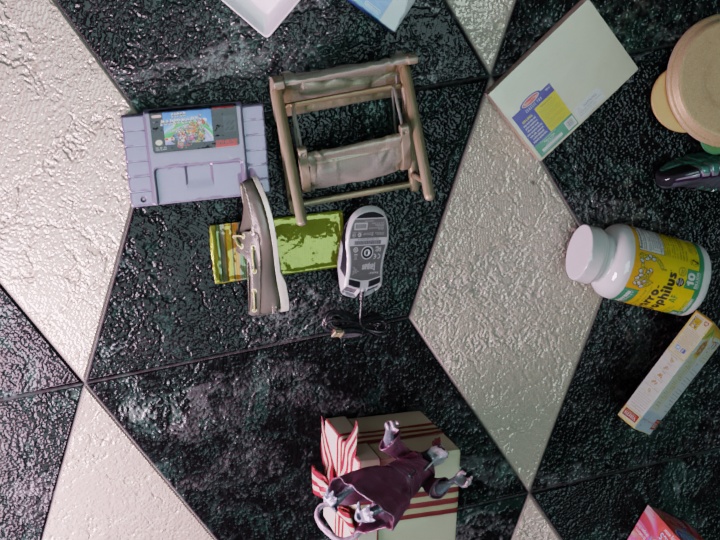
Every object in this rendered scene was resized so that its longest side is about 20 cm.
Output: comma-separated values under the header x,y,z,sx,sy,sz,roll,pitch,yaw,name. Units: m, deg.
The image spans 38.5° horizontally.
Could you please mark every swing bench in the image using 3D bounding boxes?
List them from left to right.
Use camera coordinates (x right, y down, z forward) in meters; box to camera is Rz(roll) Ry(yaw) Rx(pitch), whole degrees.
x,y,z,sx,sy,sz,roll,pitch,yaw,name
-0.014,-0.186,1.416,0.195,0.130,0.204,-10,102,-7,swing bench

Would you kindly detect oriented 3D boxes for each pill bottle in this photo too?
x,y,z,sx,sy,sz,roll,pitch,yaw,name
0.416,-0.006,1.555,0.196,0.113,0.115,13,103,-15,pill bottle

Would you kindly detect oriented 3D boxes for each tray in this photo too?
x,y,z,sx,sy,sz,roll,pitch,yaw,name
-0.103,-0.410,1.351,0.107,0.022,0.200,38,123,-17,tray

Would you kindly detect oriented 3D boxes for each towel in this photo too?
x,y,z,sx,sy,sz,roll,pitch,yaw,name
-0.118,-0.034,1.492,0.196,0.018,0.088,-7,107,-9,towel

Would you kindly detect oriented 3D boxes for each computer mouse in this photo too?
x,y,z,sx,sy,sz,roll,pitch,yaw,name
0.000,0.000,1.502,0.108,0.044,0.204,-2,109,-26,computer mouse

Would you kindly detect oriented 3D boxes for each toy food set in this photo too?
x,y,z,sx,sy,sz,roll,pitch,yaw,name
0.544,-0.277,1.528,0.195,0.049,0.203,26,93,-5,toy food set

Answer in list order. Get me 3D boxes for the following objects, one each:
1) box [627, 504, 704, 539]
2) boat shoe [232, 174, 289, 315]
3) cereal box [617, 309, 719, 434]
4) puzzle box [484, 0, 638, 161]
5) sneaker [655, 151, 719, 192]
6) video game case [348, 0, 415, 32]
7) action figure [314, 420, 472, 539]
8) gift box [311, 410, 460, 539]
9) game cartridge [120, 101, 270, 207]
x,y,z,sx,sy,sz,roll,pitch,yaw,name
0.518,0.484,1.663,0.093,0.200,0.104,25,101,-18,box
-0.145,-0.031,1.439,0.059,0.072,0.206,-13,114,-9,boat shoe
0.487,0.163,1.611,0.201,0.039,0.143,-53,153,5,cereal box
0.292,-0.276,1.501,0.200,0.025,0.133,-42,109,2,puzzle box
0.545,-0.137,1.567,0.196,0.075,0.089,-16,113,-7,sneaker
0.016,-0.457,1.387,0.198,0.045,0.183,33,96,-17,video game case
0.055,0.292,1.389,0.198,0.134,0.150,-22,148,-43,action figure
0.030,0.303,1.535,0.183,0.184,0.205,-5,100,-20,gift box
-0.227,-0.162,1.428,0.196,0.038,0.132,-7,111,-9,game cartridge
